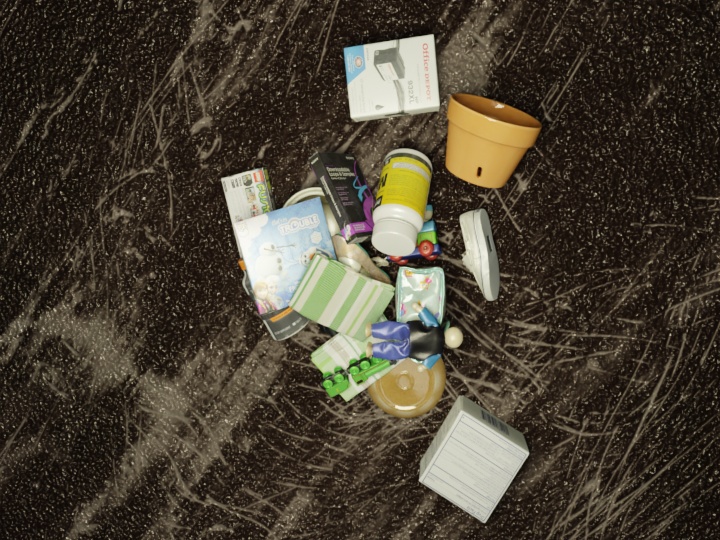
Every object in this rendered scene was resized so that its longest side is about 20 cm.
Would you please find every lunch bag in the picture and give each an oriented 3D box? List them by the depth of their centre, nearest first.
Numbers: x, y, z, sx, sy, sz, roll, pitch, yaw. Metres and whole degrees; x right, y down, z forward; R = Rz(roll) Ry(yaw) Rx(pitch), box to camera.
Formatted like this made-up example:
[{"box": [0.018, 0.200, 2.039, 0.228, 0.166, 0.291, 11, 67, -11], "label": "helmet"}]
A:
[{"box": [0.135, 0.096, 1.335, 0.117, 0.170, 0.208, -1, 88, 7], "label": "lunch bag"}]

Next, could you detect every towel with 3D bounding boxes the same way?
[{"box": [-0.041, 0.059, 1.309, 0.196, 0.024, 0.155, 24, 115, -20], "label": "towel"}, {"box": [0.001, 0.195, 1.402, 0.198, 0.031, 0.150, -37, 102, 11], "label": "towel"}]

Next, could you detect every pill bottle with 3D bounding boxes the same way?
[{"box": [0.086, -0.143, 1.301, 0.110, 0.115, 0.206, 10, 64, 6], "label": "pill bottle"}, {"box": [-0.202, 0.047, 1.401, 0.104, 0.107, 0.204, -26, 104, 10], "label": "pill bottle"}]

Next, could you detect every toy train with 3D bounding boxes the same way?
[{"box": [0.080, -0.075, 1.382, 0.193, 0.084, 0.120, -8, 81, 16], "label": "toy train"}, {"box": [0.001, 0.225, 1.382, 0.196, 0.042, 0.057, -28, 116, 11], "label": "toy train"}]

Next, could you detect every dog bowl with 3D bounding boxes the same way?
[{"box": [-0.092, -0.088, 1.399, 0.193, 0.074, 0.208, 1, 99, 7], "label": "dog bowl"}]

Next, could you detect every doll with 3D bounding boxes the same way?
[{"box": [0.108, 0.133, 1.230, 0.193, 0.048, 0.142, -1, 93, 10], "label": "doll"}]

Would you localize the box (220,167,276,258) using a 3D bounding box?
[{"box": [-0.248, -0.127, 1.433, 0.106, 0.035, 0.207, -11, 97, 9], "label": "box"}]

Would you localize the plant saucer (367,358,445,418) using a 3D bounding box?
[{"box": [0.104, 0.255, 1.442, 0.193, 0.035, 0.208, 1, 99, 7], "label": "plant saucer"}]

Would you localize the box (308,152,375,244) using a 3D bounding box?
[{"box": [-0.022, -0.158, 1.322, 0.036, 0.141, 0.204, -32, 79, 32], "label": "box"}]

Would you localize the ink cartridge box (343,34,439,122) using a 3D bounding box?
[{"box": [0.070, -0.412, 1.323, 0.193, 0.084, 0.151, -5, 97, 8], "label": "ink cartridge box"}]

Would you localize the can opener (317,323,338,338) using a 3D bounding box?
[{"box": [-0.046, 0.165, 1.445, 0.062, 0.078, 0.206, -22, 100, -29], "label": "can opener"}]

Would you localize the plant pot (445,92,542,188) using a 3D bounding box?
[{"box": [0.259, -0.266, 1.276, 0.194, 0.201, 0.144, 19, 117, 4], "label": "plant pot"}]

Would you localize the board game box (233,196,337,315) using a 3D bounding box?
[{"box": [-0.154, -0.032, 1.326, 0.194, 0.043, 0.205, -18, 96, -10], "label": "board game box"}]

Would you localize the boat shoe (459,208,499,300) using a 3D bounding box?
[{"box": [0.261, -0.032, 1.370, 0.068, 0.070, 0.207, -6, 103, 36], "label": "boat shoe"}]

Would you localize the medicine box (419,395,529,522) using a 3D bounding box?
[{"box": [0.257, 0.432, 1.413, 0.179, 0.103, 0.204, 30, 101, 2], "label": "medicine box"}]

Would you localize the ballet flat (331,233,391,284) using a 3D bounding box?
[{"box": [0.000, 0.000, 1.334, 0.199, 0.067, 0.069, 41, 61, -35], "label": "ballet flat"}]
